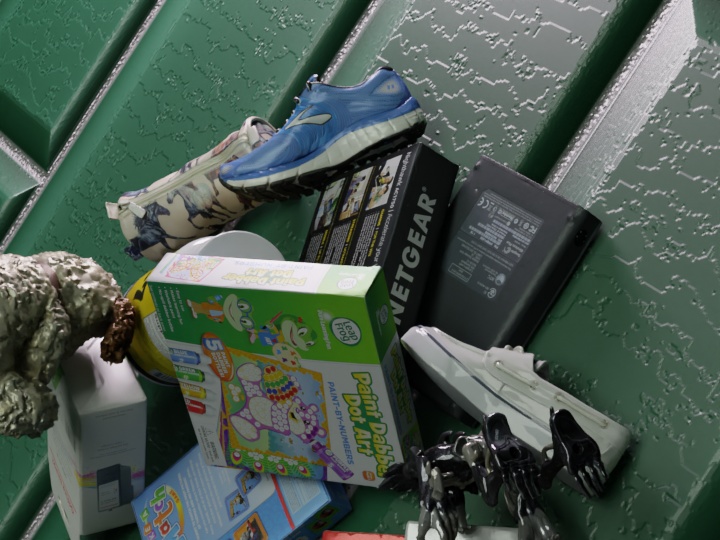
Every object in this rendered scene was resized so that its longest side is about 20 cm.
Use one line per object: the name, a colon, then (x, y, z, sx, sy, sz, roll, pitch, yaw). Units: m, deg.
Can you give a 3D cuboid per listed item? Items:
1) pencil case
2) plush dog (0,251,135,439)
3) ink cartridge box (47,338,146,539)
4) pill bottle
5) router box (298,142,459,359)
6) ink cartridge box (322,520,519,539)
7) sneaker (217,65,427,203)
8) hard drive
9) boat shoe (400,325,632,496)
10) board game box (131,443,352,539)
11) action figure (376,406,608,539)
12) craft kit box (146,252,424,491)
pencil case: (-0.154, -0.080, 1.572, 0.199, 0.089, 0.078, -28, 67, 28)
plush dog: (-0.294, 0.031, 1.412, 0.200, 0.171, 0.161, 33, 123, 34)
ink cartridge box: (-0.251, 0.165, 1.502, 0.117, 0.067, 0.201, -124, 32, -44)
pill bottle: (-0.141, 0.034, 1.431, 0.200, 0.114, 0.115, -28, 47, 61)
router box: (0.000, 0.000, 1.379, 0.149, 0.051, 0.201, -18, 49, 52)
ink cartridge box: (0.032, 0.291, 1.196, 0.175, 0.045, 0.201, 0, 66, 19)
sneaker: (-0.042, -0.128, 1.470, 0.199, 0.079, 0.090, -24, 77, 7)
hard drive: (0.097, 0.014, 1.334, 0.139, 0.033, 0.201, 34, 92, 46)
boat shoe: (0.120, 0.092, 1.227, 0.200, 0.072, 0.066, 35, 79, 32)
board game box: (-0.111, 0.210, 1.414, 0.200, 0.037, 0.152, -40, 47, 17)
action figure: (0.088, 0.160, 1.145, 0.200, 0.118, 0.103, 143, 119, -63)
craft kit box: (-0.058, 0.083, 1.291, 0.196, 0.201, 0.049, 2, 36, 23)
